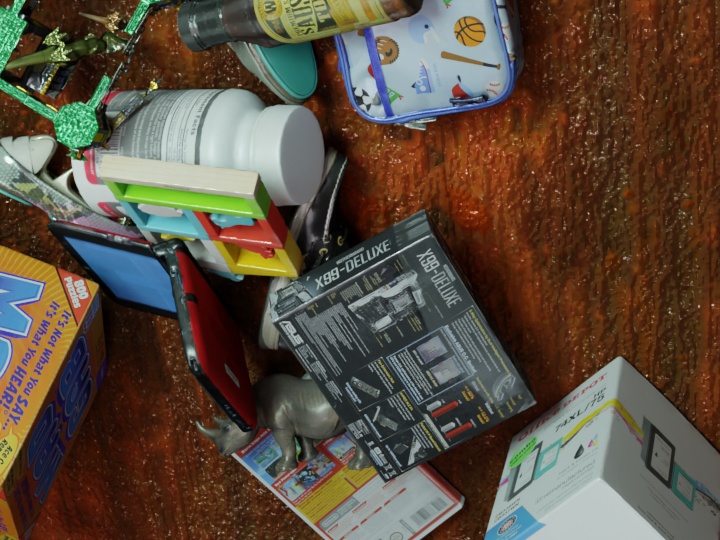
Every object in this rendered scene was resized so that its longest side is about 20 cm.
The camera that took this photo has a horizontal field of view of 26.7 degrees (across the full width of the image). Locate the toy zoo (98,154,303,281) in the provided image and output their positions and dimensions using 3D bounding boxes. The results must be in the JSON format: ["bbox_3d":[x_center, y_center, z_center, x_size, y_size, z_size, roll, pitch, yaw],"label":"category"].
[{"bbox_3d":[-0.124,-0.037,1.253,0.130,0.021,0.200,8,160,14],"label":"toy zoo"}]

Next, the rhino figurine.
[{"bbox_3d":[-0.061,0.140,1.422,0.198,0.060,0.088,-3,97,17],"label":"rhino figurine"}]

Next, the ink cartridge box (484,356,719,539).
[{"bbox_3d":[0.216,0.209,1.329,0.146,0.200,0.147,44,119,-9],"label":"ink cartridge box"}]

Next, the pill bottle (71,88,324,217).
[{"bbox_3d":[-0.136,-0.098,1.290,0.198,0.111,0.112,3,118,26],"label":"pill bottle"}]

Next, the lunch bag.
[{"bbox_3d":[0.044,-0.215,1.226,0.159,0.076,0.202,-5,114,19],"label":"lunch bag"}]

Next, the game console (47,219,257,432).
[{"bbox_3d":[-0.180,0.052,1.338,0.118,0.174,0.200,-16,157,4],"label":"game console"}]

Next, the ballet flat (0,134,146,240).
[{"bbox_3d":[-0.278,-0.078,1.389,0.199,0.069,0.071,35,102,-10],"label":"ballet flat"}]

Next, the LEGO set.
[{"bbox_3d":[-0.227,-0.197,1.265,0.153,0.116,0.202,22,94,5],"label":"LEGO set"}]

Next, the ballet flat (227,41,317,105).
[{"bbox_3d":[-0.102,-0.227,1.271,0.063,0.067,0.201,-7,118,48],"label":"ballet flat"}]

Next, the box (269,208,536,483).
[{"bbox_3d":[0.038,0.068,1.309,0.157,0.050,0.201,-29,117,10],"label":"box"}]

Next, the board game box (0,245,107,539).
[{"bbox_3d":[-0.363,0.102,1.378,0.198,0.201,0.200,20,154,3],"label":"board game box"}]

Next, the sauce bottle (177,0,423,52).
[{"bbox_3d":[-0.050,-0.208,1.185,0.198,0.066,0.066,-11,114,26],"label":"sauce bottle"}]

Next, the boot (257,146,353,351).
[{"bbox_3d":[0.000,0.000,1.349,0.149,0.073,0.201,18,112,-1],"label":"boot"}]

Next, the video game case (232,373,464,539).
[{"bbox_3d":[-0.015,0.199,1.488,0.200,0.017,0.143,43,119,-10],"label":"video game case"}]
